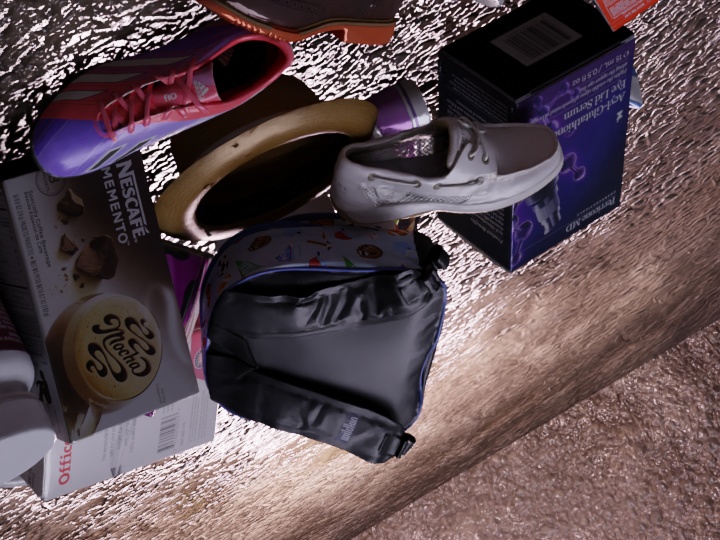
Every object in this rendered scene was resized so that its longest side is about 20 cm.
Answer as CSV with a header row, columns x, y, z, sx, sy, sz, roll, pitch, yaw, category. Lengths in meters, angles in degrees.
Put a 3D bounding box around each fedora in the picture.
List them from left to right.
x,y,z,sx,sy,sz,roll,pitch,yaw,category
-0.086,-0.102,1.386,0.200,0.082,0.201,-26,162,-9,fedora

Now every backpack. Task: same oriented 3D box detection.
x,y,z,sx,sy,sz,roll,pitch,yaw,category
-0.038,0.040,1.418,0.189,0.154,0.201,2,118,-16,backpack

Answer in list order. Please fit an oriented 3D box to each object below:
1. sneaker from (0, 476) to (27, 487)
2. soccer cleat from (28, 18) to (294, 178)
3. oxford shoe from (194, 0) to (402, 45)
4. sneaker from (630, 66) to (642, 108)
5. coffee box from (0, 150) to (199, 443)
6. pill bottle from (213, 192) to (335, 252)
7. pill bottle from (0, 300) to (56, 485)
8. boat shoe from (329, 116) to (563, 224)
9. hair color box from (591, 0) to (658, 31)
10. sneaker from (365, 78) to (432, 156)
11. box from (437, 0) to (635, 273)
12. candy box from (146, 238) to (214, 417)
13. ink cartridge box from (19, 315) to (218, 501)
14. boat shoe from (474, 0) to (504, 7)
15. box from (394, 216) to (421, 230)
x,y,z,sx,sy,sz,roll,pitch,yaw,category
-0.293,0.143,1.745,0.199,0.071,0.099,-29,162,-28,sneaker
-0.139,-0.124,1.220,0.199,0.069,0.073,-28,-158,-21,soccer cleat
-0.043,-0.206,1.228,0.199,0.071,0.073,-8,126,-51,oxford shoe
0.190,-0.150,1.722,0.199,0.083,0.074,-34,164,16,sneaker
-0.205,0.011,1.284,0.113,0.201,0.080,-19,-165,-31,coffee box
-0.067,-0.013,1.610,0.113,0.113,0.200,-30,163,-3,pill bottle
-0.305,0.056,1.247,0.114,0.201,0.114,-28,163,-10,pill bottle
0.074,-0.089,1.391,0.199,0.071,0.070,-14,144,-15,boat shoe
0.170,-0.266,1.313,0.064,0.111,0.200,-34,162,9,hair color box
0.010,-0.097,1.596,0.114,0.073,0.201,-26,152,-5,sneaker
0.154,-0.124,1.551,0.148,0.104,0.201,-31,139,-26,box
-0.174,0.043,1.464,0.200,0.061,0.137,175,-67,-88,candy box
-0.233,0.113,1.643,0.199,0.083,0.147,-17,129,-37,ink cartridge box
0.057,-0.255,1.244,0.200,0.070,0.064,26,88,-59,boat shoe
0.000,0.000,1.534,0.075,0.050,0.201,-34,151,-61,box
